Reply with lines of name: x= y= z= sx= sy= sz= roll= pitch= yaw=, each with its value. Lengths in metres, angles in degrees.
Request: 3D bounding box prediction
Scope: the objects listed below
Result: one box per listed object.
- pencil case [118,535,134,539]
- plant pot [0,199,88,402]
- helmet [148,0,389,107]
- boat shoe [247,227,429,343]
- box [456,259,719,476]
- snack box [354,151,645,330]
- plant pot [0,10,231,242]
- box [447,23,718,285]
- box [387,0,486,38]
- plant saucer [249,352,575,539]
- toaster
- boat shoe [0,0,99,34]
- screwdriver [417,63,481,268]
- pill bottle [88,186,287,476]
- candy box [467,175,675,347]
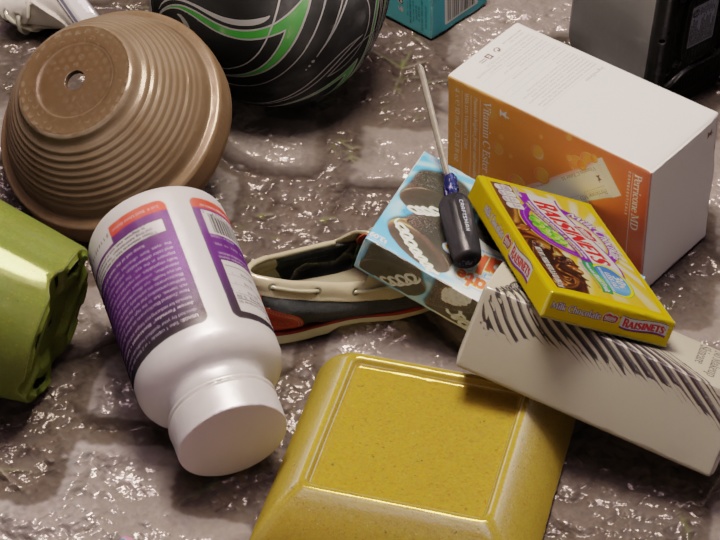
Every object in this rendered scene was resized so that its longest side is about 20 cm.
pencil case: x=-0.069 y=0.224 z=1.425 sx=0.198 sy=0.088 sz=0.088 roll=5 pitch=41 yaw=5
plant pot: x=-0.307 y=0.008 z=1.615 sx=0.189 sy=0.201 sz=0.201 roll=19 pitch=43 yaw=6
helmet: x=-0.068 y=-0.239 z=1.866 sx=0.189 sy=0.201 sz=0.201 roll=7 pitch=41 yaw=16
boat shoe: x=0.000 y=0.000 z=1.695 sx=0.199 sy=0.063 sz=0.071 roll=-15 pitch=41 yaw=-18
box: x=0.175 y=0.068 z=1.562 sx=0.199 sy=0.069 sz=0.082 roll=23 pitch=20 yaw=7
snack box: x=0.107 y=0.001 z=1.668 sx=0.199 sy=0.037 sz=0.116 roll=30 pitch=47 yaw=5
plant pot: x=-0.210 y=-0.132 z=1.763 sx=0.199 sy=0.093 sz=0.202 roll=-7 pitch=65 yaw=16
box: x=0.174 y=-0.092 z=1.751 sx=0.199 sy=0.125 sz=0.097 roll=28 pitch=49 yaw=30
box: x=0.018 y=-0.289 z=2.038 sx=0.199 sy=0.049 sz=0.082 roll=31 pitch=51 yaw=32
plant saucer: x=0.040 y=0.133 z=1.552 sx=0.198 sy=0.049 sz=0.201 roll=10 pitch=43 yaw=12
toaster: x=0.284 y=-0.256 z=1.884 sx=0.180 sy=0.201 sz=0.119 roll=-29 pitch=52 yaw=-28
boat shoe: x=-0.297 y=-0.246 z=1.992 sx=0.070 sy=0.071 sz=0.200 roll=-43 pitch=55 yaw=-5
screwdriver: x=0.068 y=-0.085 z=1.678 sx=0.029 sy=0.028 sz=0.201 roll=-11 pitch=54 yaw=7
pill bottle: x=-0.122 y=0.046 z=1.597 sx=0.111 sy=0.112 sz=0.201 roll=-13 pitch=53 yaw=-14
candy box: x=0.151 y=-0.009 z=1.598 sx=0.101 sy=0.027 sz=0.200 roll=16 pitch=22 yaw=-20
